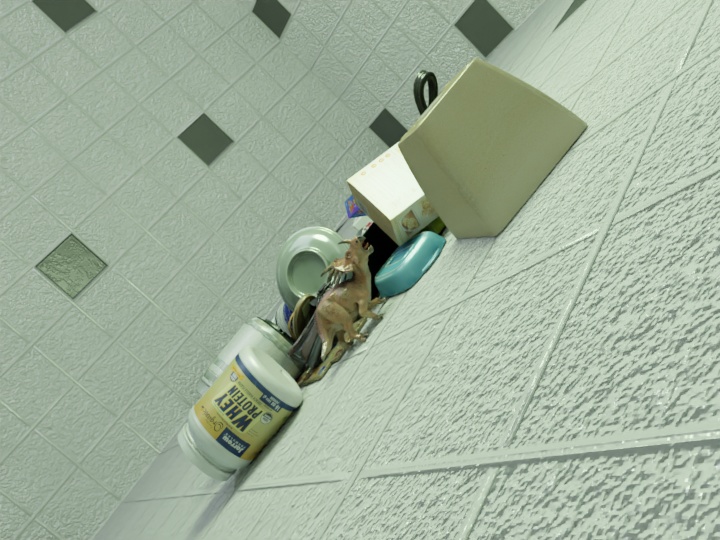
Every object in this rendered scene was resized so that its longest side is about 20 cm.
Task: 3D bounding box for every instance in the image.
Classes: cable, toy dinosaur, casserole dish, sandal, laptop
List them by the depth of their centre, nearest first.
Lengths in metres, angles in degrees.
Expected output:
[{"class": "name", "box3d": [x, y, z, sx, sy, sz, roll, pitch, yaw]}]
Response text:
[{"class": "cable", "box3d": [0.112, -0.232, 1.044, 0.097, 0.201, 0.050, -47, 45, -8]}, {"class": "toy dinosaur", "box3d": [-0.032, 0.051, 1.093, 0.201, 0.135, 0.086, -51, 8, -11]}, {"class": "casserole dish", "box3d": [0.081, -0.014, 1.133, 0.122, 0.039, 0.200, -51, 7, -18]}, {"class": "laptop", "box3d": [0.000, 0.000, 1.260, 0.200, 0.103, 0.178, -41, 8, 45]}, {"class": "sandal", "box3d": [-0.120, 0.113, 1.320, 0.081, 0.053, 0.201, -55, -18, -24]}]

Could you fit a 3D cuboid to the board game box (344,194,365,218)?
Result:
[{"class": "board game box", "box3d": [0.074, -0.186, 1.575, 0.196, 0.046, 0.134, -12, -10, -26]}]

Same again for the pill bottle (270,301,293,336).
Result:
[{"class": "pill bottle", "box3d": [-0.134, 0.107, 1.485, 0.200, 0.115, 0.116, -42, 10, 44]}]

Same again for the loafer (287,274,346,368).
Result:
[{"class": "loafer", "box3d": [-0.082, 0.084, 1.230, 0.072, 0.062, 0.204, 97, -168, -72]}]

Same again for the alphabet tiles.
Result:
[{"class": "alphabet tiles", "box3d": [-0.053, 0.150, 1.225, 0.168, 0.008, 0.200, -53, 9, -29]}]

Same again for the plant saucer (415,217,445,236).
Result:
[{"class": "plant saucer", "box3d": [0.147, -0.130, 1.286, 0.201, 0.048, 0.200, -53, 8, -22]}]

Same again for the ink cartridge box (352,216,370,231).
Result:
[{"class": "ink cartridge box", "box3d": [0.074, -0.188, 1.853, 0.200, 0.084, 0.145, -47, 8, 14]}]

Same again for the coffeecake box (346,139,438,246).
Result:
[{"class": "coffeecake box", "box3d": [0.099, -0.165, 1.177, 0.198, 0.074, 0.154, -37, 48, -9]}]

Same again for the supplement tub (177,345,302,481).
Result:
[{"class": "supplement tub", "box3d": [-0.214, 0.253, 1.126, 0.201, 0.144, 0.144, -49, 8, -1]}]

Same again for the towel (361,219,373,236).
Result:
[{"class": "towel", "box3d": [0.053, -0.085, 1.363, 0.200, 0.030, 0.148, -44, -24, -35]}]

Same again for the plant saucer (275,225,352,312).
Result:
[{"class": "plant saucer", "box3d": [-0.102, 0.009, 1.344, 0.200, 0.201, 0.050, -46, -14, 18]}]

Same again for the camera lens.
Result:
[{"class": "camera lens", "box3d": [-0.220, 0.211, 1.304, 0.201, 0.160, 0.160, -51, 8, -17]}]

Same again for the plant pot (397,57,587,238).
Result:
[{"class": "plant pot", "box3d": [0.169, -0.185, 0.933, 0.201, 0.177, 0.200, -48, 7, -4]}]

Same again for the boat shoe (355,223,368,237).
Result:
[{"class": "boat shoe", "box3d": [0.067, -0.120, 1.603, 0.198, 0.072, 0.063, -30, 0, 42]}]
